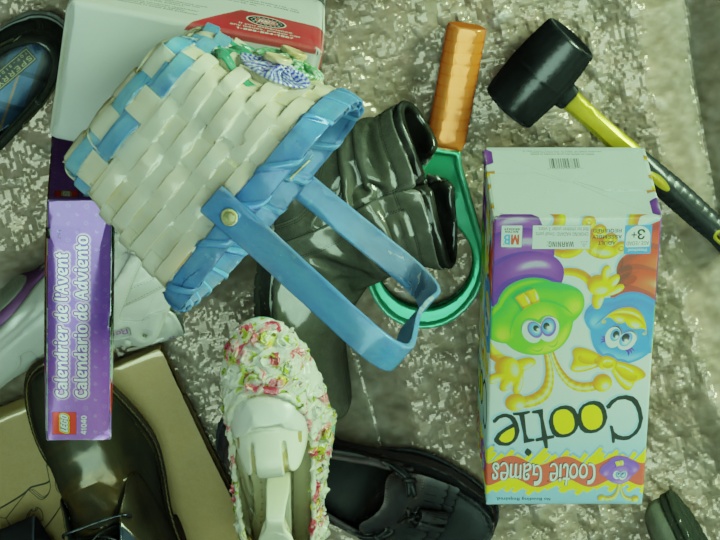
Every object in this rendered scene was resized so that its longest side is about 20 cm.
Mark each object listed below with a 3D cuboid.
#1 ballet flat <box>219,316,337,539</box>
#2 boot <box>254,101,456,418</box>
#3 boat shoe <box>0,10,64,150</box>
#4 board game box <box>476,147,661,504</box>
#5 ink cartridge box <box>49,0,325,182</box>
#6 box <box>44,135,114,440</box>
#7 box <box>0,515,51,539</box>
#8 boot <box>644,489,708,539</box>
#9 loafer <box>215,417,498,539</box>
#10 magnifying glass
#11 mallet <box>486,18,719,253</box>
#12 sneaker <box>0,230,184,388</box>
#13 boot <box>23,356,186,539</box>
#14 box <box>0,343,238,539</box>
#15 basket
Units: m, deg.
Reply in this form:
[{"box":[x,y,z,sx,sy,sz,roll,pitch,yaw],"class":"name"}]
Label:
[{"box":[-0.050,0.126,1.473,0.075,0.064,0.201,-3,120,6],"class":"ballet flat"},{"box":[0.000,0.000,1.479,0.130,0.068,0.201,-6,106,21],"class":"boot"},{"box":[-0.258,-0.086,1.479,0.200,0.057,0.069,-43,103,12],"class":"boat shoe"},{"box":[0.127,0.035,1.478,0.104,0.103,0.201,-1,117,0],"class":"board game box"},{"box":[-0.097,-0.132,1.393,0.143,0.200,0.084,11,111,-4],"class":"ink cartridge box"},{"box":[-0.161,-0.001,1.360,0.039,0.200,0.138,0,106,-6],"class":"box"},{"box":[-0.255,0.297,1.545,0.197,0.124,0.201,-21,122,7],"class":"box"},{"box":[0.191,0.256,1.588,0.130,0.068,0.201,-18,105,11],"class":"boot"},{"box":[-0.003,0.147,1.550,0.199,0.063,0.072,21,106,-7],"class":"loafer"},{"box":[0.051,-0.059,1.509,0.079,0.022,0.201,9,106,-3],"class":"magnifying glass"},{"box":[0.162,-0.069,1.501,0.066,0.041,0.200,-39,108,12],"class":"mallet"},{"box":[-0.172,0.029,1.506,0.200,0.075,0.100,-39,108,12],"class":"sneaker"},{"box":[-0.157,0.152,1.496,0.074,0.097,0.201,-22,116,7],"class":"boot"},{"box":[-0.189,0.153,1.563,0.199,0.021,0.164,-21,113,6],"class":"box"},{"box":[-0.045,-0.033,1.230,0.200,0.176,0.139,44,101,-3],"class":"basket"}]
